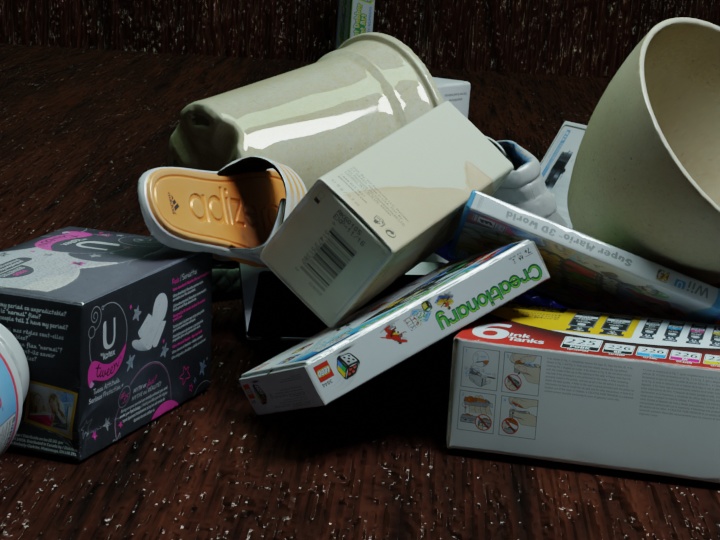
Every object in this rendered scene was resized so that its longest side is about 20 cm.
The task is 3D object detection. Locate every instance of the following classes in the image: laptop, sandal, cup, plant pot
[{"bbox_3d":[0.000,0.000,1.502,0.187,0.116,0.200,2,31,-8],"label":"laptop"},{"bbox_3d":[-0.083,-0.046,1.338,0.059,0.079,0.207,-17,-7,28],"label":"sandal"},{"bbox_3d":[0.239,-0.067,1.360,0.200,0.200,0.143,-9,-23,-43],"label":"cup"},{"bbox_3d":[-0.052,-0.088,1.525,0.183,0.201,0.200,-14,20,-32],"label":"plant pot"}]

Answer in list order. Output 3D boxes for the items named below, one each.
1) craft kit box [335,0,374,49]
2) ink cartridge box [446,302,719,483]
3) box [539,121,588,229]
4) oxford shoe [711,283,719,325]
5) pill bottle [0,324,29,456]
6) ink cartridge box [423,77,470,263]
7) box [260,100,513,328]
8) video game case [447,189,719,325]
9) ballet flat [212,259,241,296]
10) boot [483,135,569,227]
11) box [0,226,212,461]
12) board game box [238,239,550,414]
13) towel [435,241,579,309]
[{"bbox_3d":[-0.011,-0.435,3.216,0.048,0.200,0.198,3,13,-5],"label":"craft kit box"},{"bbox_3d":[0.177,0.078,1.298,0.200,0.084,0.176,6,12,13],"label":"ink cartridge box"},{"bbox_3d":[0.207,-0.058,1.544,0.060,0.117,0.200,31,1,-19],"label":"box"},{"bbox_3d":[0.274,0.023,1.468,0.073,0.071,0.200,30,2,-21],"label":"oxford shoe"},{"bbox_3d":[-0.268,0.088,1.095,0.109,0.109,0.200,4,13,6],"label":"pill bottle"},{"bbox_3d":[0.015,-0.083,1.698,0.146,0.200,0.086,10,13,25],"label":"ink cartridge box"},{"bbox_3d":[0.023,-0.046,1.357,0.078,0.095,0.200,45,38,8],"label":"box"},{"bbox_3d":[0.166,0.003,1.360,0.200,0.018,0.143,22,-14,3],"label":"video game case"},{"bbox_3d":[-0.143,-0.007,1.648,0.066,0.057,0.200,15,18,39],"label":"ballet flat"},{"bbox_3d":[0.110,-0.073,1.526,0.074,0.096,0.200,-27,23,-17],"label":"boot"},{"bbox_3d":[-0.204,0.044,1.288,0.132,0.115,0.200,8,14,20],"label":"box"},{"bbox_3d":[0.023,0.041,1.294,0.200,0.035,0.126,-28,5,-25],"label":"board game box"},{"bbox_3d":[0.156,0.004,1.584,0.148,0.050,0.200,22,6,-28],"label":"towel"}]
